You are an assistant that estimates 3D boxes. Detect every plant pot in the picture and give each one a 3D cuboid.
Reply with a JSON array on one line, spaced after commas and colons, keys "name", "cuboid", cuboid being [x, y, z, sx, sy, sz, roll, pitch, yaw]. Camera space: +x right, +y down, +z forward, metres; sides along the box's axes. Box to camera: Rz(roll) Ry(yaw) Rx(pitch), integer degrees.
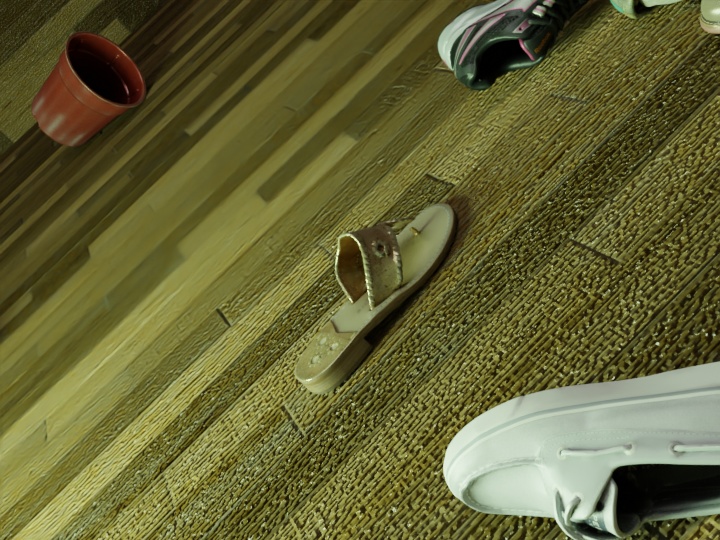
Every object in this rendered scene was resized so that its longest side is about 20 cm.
[{"name": "plant pot", "cuboid": [-0.617, -0.390, 2.017, 0.195, 0.201, 0.201, -35, 27, 32]}]

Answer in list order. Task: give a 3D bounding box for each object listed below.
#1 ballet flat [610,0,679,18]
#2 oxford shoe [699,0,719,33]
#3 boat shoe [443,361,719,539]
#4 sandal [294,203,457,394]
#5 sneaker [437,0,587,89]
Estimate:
[{"name": "ballet flat", "cuboid": [0.310, -0.285, 0.788, 0.200, 0.071, 0.071, -28, 31, 24]}, {"name": "oxford shoe", "cuboid": [0.340, -0.242, 0.664, 0.200, 0.074, 0.071, -22, 34, 34]}, {"name": "boat shoe", "cuboid": [0.129, 0.105, 0.465, 0.200, 0.072, 0.069, -14, 37, 28]}, {"name": "sandal", "cuboid": [0.003, 0.000, 0.764, 0.078, 0.070, 0.212, 5, 54, 55]}, {"name": "sneaker", "cuboid": [0.174, -0.244, 0.889, 0.200, 0.080, 0.086, -39, 39, 24]}]
